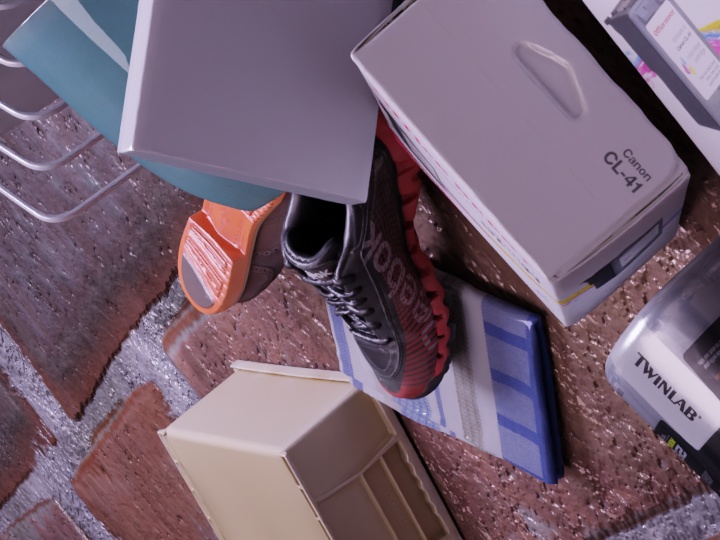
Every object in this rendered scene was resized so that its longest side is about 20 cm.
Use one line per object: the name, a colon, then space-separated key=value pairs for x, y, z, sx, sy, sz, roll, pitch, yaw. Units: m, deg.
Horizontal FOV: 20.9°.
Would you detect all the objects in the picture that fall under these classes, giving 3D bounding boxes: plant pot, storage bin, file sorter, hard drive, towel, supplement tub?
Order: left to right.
file sorter: x=-0.215 y=-0.157 z=1.325 sx=0.124 sy=0.139 sz=0.200 roll=32 pitch=146 yaw=31
plant pot: x=-0.069 y=-0.131 z=1.077 sx=0.161 sy=0.201 sz=0.201 roll=48 pitch=154 yaw=-11
hard drive: x=-0.044 y=-0.143 z=0.969 sx=0.027 sy=0.132 sz=0.200 roll=-5 pitch=76 yaw=59
storage bin: x=-0.032 y=0.180 z=1.484 sx=0.200 sy=0.094 sz=0.199 roll=1 pitch=124 yaw=56
towel: x=0.051 y=0.050 z=1.279 sx=0.200 sy=0.024 sz=0.147 roll=25 pitch=139 yaw=40
supplement tub: x=0.224 y=0.076 z=0.930 sx=0.200 sy=0.122 sz=0.123 roll=46 pitch=152 yaw=14

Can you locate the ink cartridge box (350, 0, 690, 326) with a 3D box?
ink cartridge box: x=0.081 y=-0.059 z=0.951 sx=0.148 sy=0.086 sz=0.200 roll=49 pitch=-178 yaw=11

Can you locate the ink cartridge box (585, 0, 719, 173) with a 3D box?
ink cartridge box: x=0.181 y=-0.115 z=0.799 sx=0.200 sy=0.086 sz=0.148 roll=50 pitch=154 yaw=2

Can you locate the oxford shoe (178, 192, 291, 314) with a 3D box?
oxford shoe: x=-0.060 y=-0.058 z=1.287 sx=0.071 sy=0.073 sz=0.200 roll=52 pitch=136 yaw=24

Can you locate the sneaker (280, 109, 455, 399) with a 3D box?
sneaker: x=0.000 y=0.000 z=1.189 sx=0.071 sy=0.098 sz=0.201 roll=15 pitch=128 yaw=43
